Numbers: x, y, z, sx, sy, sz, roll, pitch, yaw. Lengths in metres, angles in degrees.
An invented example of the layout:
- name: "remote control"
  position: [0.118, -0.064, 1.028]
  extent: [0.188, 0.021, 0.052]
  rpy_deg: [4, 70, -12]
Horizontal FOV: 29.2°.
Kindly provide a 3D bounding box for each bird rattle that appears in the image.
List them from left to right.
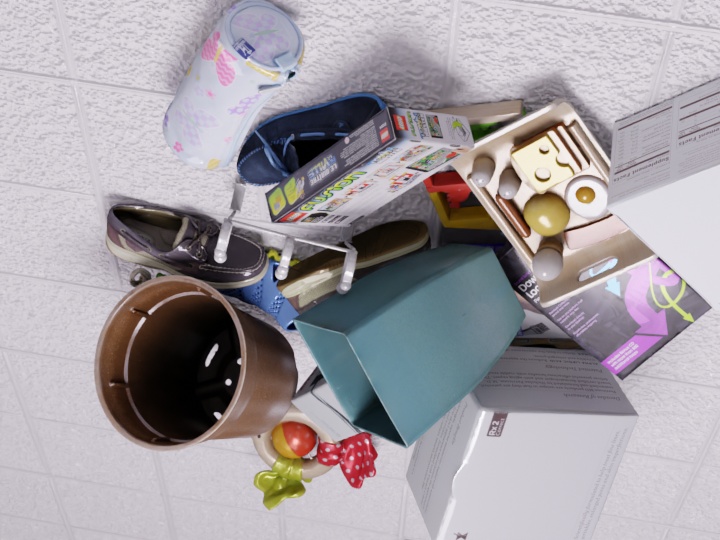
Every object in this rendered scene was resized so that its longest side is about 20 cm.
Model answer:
- name: "bird rattle"
  position: [-0.077, 0.257, 1.971]
  extent: [0.199, 0.113, 0.163]
  rpy_deg: [-20, 118, 34]

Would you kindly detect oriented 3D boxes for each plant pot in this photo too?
- name: "plant pot"
  position: [-0.182, 0.120, 1.654]
  extent: [0.199, 0.202, 0.198]
  rpy_deg: [-4, 169, 22]
- name: "plant pot"
  position: [0.063, 0.063, 1.467]
  extent: [0.142, 0.200, 0.141]
  rpy_deg: [61, 160, -16]

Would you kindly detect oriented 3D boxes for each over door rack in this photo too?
- name: "over door rack"
  position: [-0.077, -0.029, 1.480]
  extent: [0.147, 0.200, 0.067]
  rpy_deg: [15, 105, -5]

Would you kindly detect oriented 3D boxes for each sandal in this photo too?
- name: "sandal"
  position: [-0.082, 0.034, 1.663]
  extent: [0.199, 0.087, 0.080]
  rpy_deg: [11, 147, 4]

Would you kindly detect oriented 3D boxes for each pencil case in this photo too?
- name: "pencil case"
  position: [-0.128, -0.181, 1.372]
  extent: [0.091, 0.083, 0.200]
  rpy_deg: [42, 141, -4]

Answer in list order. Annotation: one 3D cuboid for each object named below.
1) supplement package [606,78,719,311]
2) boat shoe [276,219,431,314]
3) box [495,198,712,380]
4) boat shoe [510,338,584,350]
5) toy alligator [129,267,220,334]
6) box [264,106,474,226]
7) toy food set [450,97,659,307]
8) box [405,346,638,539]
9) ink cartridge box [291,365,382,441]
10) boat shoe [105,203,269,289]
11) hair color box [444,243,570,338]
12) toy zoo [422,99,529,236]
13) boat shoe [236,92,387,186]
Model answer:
- name: "supplement package"
  position: [0.363, -0.073, 1.350]
  extent: [0.155, 0.111, 0.200]
  rpy_deg: [-22, 134, 39]
- name: "boat shoe"
  position: [0.000, 0.000, 1.579]
  extent: [0.199, 0.073, 0.065]
  rpy_deg: [-18, 117, 29]
- name: "box"
  position: [0.257, 0.011, 1.477]
  extent: [0.200, 0.036, 0.143]
  rpy_deg: [39, 124, -7]
- name: "boat shoe"
  position: [0.247, 0.095, 1.653]
  extent: [0.199, 0.076, 0.072]
  rpy_deg: [7, 143, 7]
- name: "toy alligator"
  position: [-0.235, 0.027, 1.714]
  extent: [0.054, 0.059, 0.200]
  rpy_deg: [43, -179, 36]
- name: "box"
  position: [0.007, -0.099, 1.377]
  extent: [0.110, 0.035, 0.200]
  rpy_deg: [2, 157, -42]
- name: "toy food set"
  position: [0.189, -0.065, 1.388]
  extent: [0.143, 0.061, 0.200]
  rpy_deg: [-26, 115, 30]
- name: "box"
  position: [0.179, 0.202, 1.579]
  extent: [0.199, 0.131, 0.200]
  rpy_deg: [4, 121, -19]
- name: "ink cartridge box"
  position: [0.016, 0.114, 1.645]
  extent: [0.083, 0.147, 0.200]
  rpy_deg: [42, 154, -7]
- name: "boat shoe"
  position: [-0.206, -0.032, 1.620]
  extent: [0.199, 0.072, 0.065]
  rpy_deg: [15, 151, 6]
- name: "hair color box"
  position: [0.198, 0.024, 1.581]
  extent: [0.199, 0.065, 0.110]
  rpy_deg: [-2, 142, 17]
- name: "toy zoo"
  position: [0.131, -0.099, 1.463]
  extent: [0.130, 0.021, 0.200]
  rpy_deg: [-3, 142, 21]
- name: "boat shoe"
  position: [-0.059, -0.127, 1.440]
  extent: [0.199, 0.069, 0.084]
  rpy_deg: [-24, 132, 40]
